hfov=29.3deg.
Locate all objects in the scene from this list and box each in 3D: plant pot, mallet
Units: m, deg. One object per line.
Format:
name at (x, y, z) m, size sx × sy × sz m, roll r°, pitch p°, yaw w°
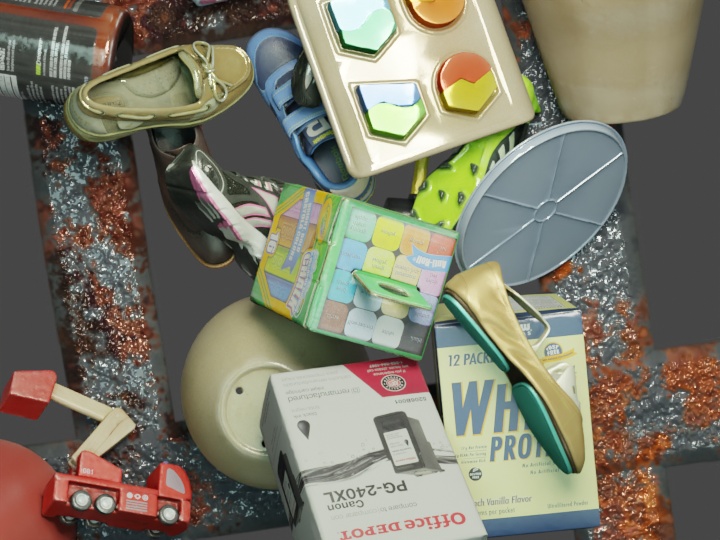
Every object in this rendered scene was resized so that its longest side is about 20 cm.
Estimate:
plant pot at (-0.392, 0.279, 1.346) m, size 0.199 × 0.177 × 0.202 m, roll 0°, pitch 94°, yaw 1°
plant pot at (-0.086, 0.126, 1.353) m, size 0.199 × 0.134 × 0.202 m, roll 0°, pitch 93°, yaw 1°
mallet at (0.055, -0.129, 1.386) m, size 0.065 × 0.041 × 0.201 m, roll 1°, pitch 89°, yaw -2°
plant pot at (0.244, -0.238, 1.310) m, size 0.199 × 0.200 × 0.175 m, roll -8°, pitch 109°, yaw 2°

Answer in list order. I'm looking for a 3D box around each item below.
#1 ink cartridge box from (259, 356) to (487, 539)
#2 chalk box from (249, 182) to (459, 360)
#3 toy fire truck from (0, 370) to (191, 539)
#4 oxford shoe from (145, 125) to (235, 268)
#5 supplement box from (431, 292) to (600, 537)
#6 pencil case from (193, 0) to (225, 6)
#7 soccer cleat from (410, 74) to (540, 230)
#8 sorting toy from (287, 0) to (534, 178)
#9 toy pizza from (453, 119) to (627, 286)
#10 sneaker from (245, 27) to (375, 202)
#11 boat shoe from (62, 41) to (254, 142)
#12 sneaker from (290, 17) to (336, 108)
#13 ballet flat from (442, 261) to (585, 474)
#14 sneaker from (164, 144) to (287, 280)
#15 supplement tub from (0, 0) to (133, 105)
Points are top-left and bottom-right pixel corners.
ink cartridge box at (0.008, 0.183, 1.202) m, size 0.144 × 0.201 × 0.084 m, roll -6°, pitch 138°, yaw -19°
chalk box at (0.000, 0.000, 1.252) m, size 0.124 × 0.200 × 0.124 m, roll 17°, pitch 91°, yaw -26°
toy fire truck at (-0.264, 0.185, 1.384) m, size 0.199 × 0.049 × 0.142 m, roll 14°, pitch 56°, yaw -23°
oxford shoe at (-0.175, -0.096, 1.371) m, size 0.071 × 0.073 × 0.201 m, roll -21°, pitch 93°, yaw 2°
supplement box at (0.142, 0.131, 1.315) m, size 0.133 × 0.200 × 0.201 m, roll -6°, pitch 93°, yaw 2°
pencil case at (-0.157, -0.362, 1.347) m, size 0.083 × 0.091 × 0.201 m, roll -20°, pitch 94°, yaw 2°
soccer cleat at (0.118, -0.100, 1.353) m, size 0.067 × 0.081 × 0.201 m, roll 27°, pitch 82°, yaw 37°
sorting toy at (0.051, -0.200, 1.279) m, size 0.199 × 0.036 × 0.186 m, roll -19°, pitch 88°, yaw -16°
toy pizza at (0.171, -0.067, 1.329) m, size 0.200 × 0.200 × 0.032 m, roll -39°, pitch 53°, yaw 3°
sneaker at (-0.047, -0.154, 1.361) m, size 0.074 × 0.082 × 0.201 m, roll -32°, pitch 90°, yaw 4°
boat shoe at (-0.182, -0.175, 1.302) m, size 0.200 × 0.063 × 0.074 m, roll -18°, pitch 83°, yaw -31°
sneaker at (0.004, -0.232, 1.335) m, size 0.084 × 0.074 × 0.201 m, roll 32°, pitch 69°, yaw -8°
ballet flat at (0.148, 0.080, 1.181) m, size 0.063 × 0.069 × 0.200 m, roll -35°, pitch 93°, yaw -11°
sneaker at (-0.110, -0.064, 1.345) m, size 0.080 × 0.200 × 0.087 m, roll 17°, pitch 66°, yaw 41°
supplement tub at (-0.329, -0.221, 1.351) m, size 0.199 × 0.107 × 0.108 m, roll 10°, pitch 94°, yaw 1°
